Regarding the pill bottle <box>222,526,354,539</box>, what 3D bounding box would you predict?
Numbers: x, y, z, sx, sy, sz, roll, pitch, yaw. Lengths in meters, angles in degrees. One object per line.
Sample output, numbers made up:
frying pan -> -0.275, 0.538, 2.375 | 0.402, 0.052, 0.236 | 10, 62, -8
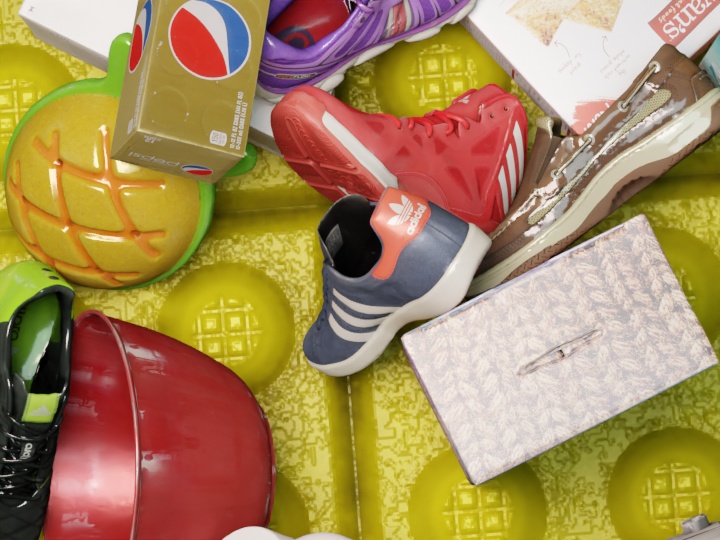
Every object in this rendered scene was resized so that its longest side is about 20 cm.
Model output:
pill bottle -> -0.004, 0.223, 1.614 | 0.200, 0.111, 0.111 | 28, 86, -39

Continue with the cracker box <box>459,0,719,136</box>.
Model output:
cracker box -> 0.128, -0.190, 1.719 | 0.134, 0.058, 0.200 | -43, 86, -1

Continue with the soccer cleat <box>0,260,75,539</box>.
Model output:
soccer cleat -> -0.214, 0.094, 1.666 | 0.067, 0.081, 0.201 | 5, 96, -26

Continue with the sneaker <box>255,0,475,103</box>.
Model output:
sneaker -> 0.012, -0.173, 1.644 | 0.200, 0.083, 0.081 | -38, 82, -16

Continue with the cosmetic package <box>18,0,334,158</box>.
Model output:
cosmetic package -> -0.114, -0.134, 1.710 | 0.200, 0.083, 0.051 | 26, 87, 3

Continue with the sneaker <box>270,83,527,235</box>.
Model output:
sneaker -> 0.030, -0.086, 1.674 | 0.078, 0.200, 0.116 | 16, 72, 42

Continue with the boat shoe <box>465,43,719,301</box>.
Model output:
boat shoe -> 0.130, -0.063, 1.659 | 0.202, 0.075, 0.075 | -37, 87, 3

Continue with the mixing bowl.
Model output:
mixing bowl -> -0.119, 0.126, 1.652 | 0.108, 0.200, 0.201 | 3, 85, -23

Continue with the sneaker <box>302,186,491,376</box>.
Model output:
sneaker -> 0.000, 0.000, 1.643 | 0.084, 0.200, 0.075 | 35, 57, -12

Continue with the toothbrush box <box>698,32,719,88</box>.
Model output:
toothbrush box -> 0.294, -0.132, 1.639 | 0.146, 0.200, 0.085 | -28, 85, 0

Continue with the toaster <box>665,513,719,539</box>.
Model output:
toaster -> 0.197, 0.257, 1.657 | 0.129, 0.114, 0.201 | -16, 87, 4

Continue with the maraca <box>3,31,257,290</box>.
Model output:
maraca -> -0.146, -0.064, 1.671 | 0.137, 0.107, 0.200 | 41, 127, -7

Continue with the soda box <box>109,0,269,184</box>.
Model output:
soda box -> -0.093, -0.159, 1.582 | 0.068, 0.064, 0.201 | 13, 72, -17

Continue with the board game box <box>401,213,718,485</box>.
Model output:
board game box -> 0.116, 0.053, 1.629 | 0.159, 0.200, 0.097 | -27, 85, 0
